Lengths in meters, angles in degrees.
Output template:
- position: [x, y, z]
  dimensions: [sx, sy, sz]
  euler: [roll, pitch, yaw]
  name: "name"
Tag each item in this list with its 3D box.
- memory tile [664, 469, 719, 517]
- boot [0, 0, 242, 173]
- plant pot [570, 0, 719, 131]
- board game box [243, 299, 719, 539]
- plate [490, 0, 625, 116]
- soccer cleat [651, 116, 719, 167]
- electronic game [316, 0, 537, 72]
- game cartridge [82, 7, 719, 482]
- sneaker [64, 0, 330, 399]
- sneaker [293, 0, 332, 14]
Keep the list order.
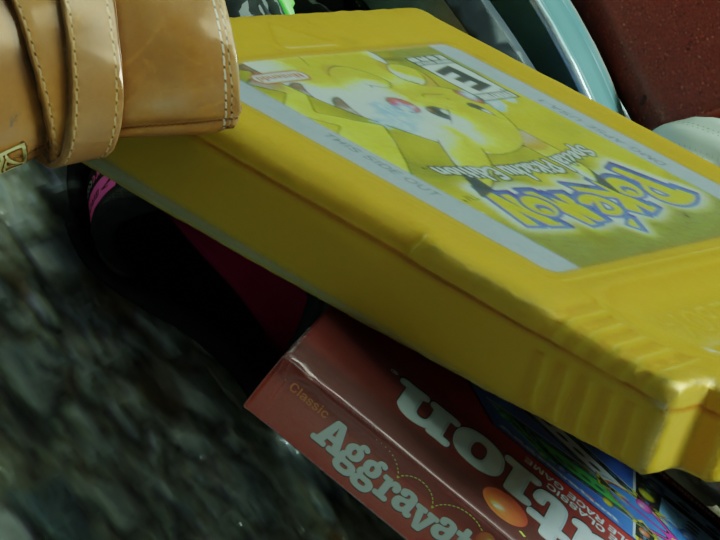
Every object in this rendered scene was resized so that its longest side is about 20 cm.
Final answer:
- position: [0.113, 0.073, 0.776]
  dimensions: [0.200, 0.017, 0.153]
  euler: [36, -7, 39]
  name: "memory tile"
- position: [-0.117, -0.099, 0.702]
  dimensions: [0.074, 0.154, 0.201]
  euler: [103, -25, -62]
  name: "boot"
- position: [0.164, -0.117, 0.993]
  dimensions: [0.200, 0.199, 0.177]
  euler: [37, 42, -58]
  name: "plant pot"
- position: [0.067, 0.075, 0.690]
  dimensions: [0.200, 0.019, 0.103]
  euler: [39, 21, 1]
  name: "board game box"
- position: [0.047, -0.067, 0.989]
  dimensions: [0.200, 0.026, 0.200]
  euler: [55, -13, 20]
  name: "plate"
- position: [0.130, 0.020, 0.833]
  dimensions: [0.078, 0.069, 0.200]
  euler: [38, 16, -53]
  name: "soccer cleat"
- position: [0.031, -0.045, 0.946]
  dimensions: [0.200, 0.042, 0.200]
  euler: [55, -11, 15]
  name: "electronic game"
- position: [0.043, -0.014, 0.743]
  dimensions: [0.200, 0.033, 0.176]
  euler: [27, 20, 27]
  name: "game cartridge"
- position: [-0.051, -0.041, 0.840]
  dimensions: [0.200, 0.077, 0.084]
  euler: [50, 33, 18]
  name: "sneaker"
- position: [0.000, 0.000, 0.911]
  dimensions: [0.200, 0.074, 0.080]
  euler: [63, 9, 14]
  name: "sneaker"
